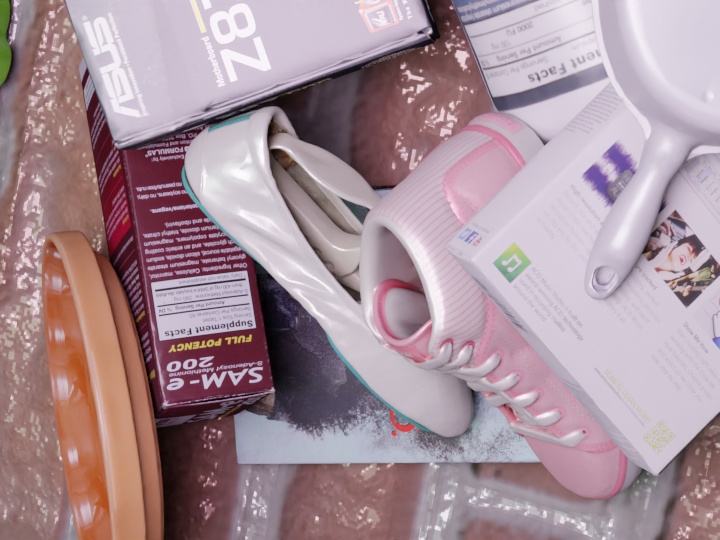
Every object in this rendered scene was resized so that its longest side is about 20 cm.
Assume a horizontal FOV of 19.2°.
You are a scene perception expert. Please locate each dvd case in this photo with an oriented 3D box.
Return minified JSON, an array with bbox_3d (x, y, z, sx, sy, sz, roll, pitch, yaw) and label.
[{"bbox_3d":[0.020,0.028,1.098,0.200,0.022,0.146,-2,94,25],"label":"dvd case"}]

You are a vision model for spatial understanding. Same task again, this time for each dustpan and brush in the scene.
[{"bbox_3d":[0.139,-0.077,0.867,0.139,0.057,0.200,24,95,-2],"label":"dustpan and brush"}]

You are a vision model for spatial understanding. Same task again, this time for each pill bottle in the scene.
[{"bbox_3d":[0.105,-0.124,0.982,0.119,0.120,0.200,-19,100,26],"label":"pill bottle"}]

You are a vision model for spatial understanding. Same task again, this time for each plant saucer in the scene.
[{"bbox_3d":[-0.133,0.078,1.103,0.032,0.200,0.201,-8,92,-14],"label":"plant saucer"}]

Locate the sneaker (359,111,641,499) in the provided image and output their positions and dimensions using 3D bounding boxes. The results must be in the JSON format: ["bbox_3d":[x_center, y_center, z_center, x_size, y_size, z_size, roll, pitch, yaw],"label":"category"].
[{"bbox_3d":[0.058,0.037,0.981,0.075,0.105,0.200,11,128,51],"label":"sneaker"}]

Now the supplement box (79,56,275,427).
[{"bbox_3d":[-0.096,-0.026,1.083,0.061,0.109,0.200,-7,82,-15],"label":"supplement box"}]

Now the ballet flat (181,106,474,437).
[{"bbox_3d":[0.000,0.000,1.019,0.069,0.069,0.200,-38,105,23],"label":"ballet flat"}]

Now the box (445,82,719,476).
[{"bbox_3d":[0.153,-0.028,0.935,0.200,0.036,0.144,-43,115,-4],"label":"box"}]

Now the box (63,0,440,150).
[{"bbox_3d":[-0.070,-0.176,0.998,0.161,0.049,0.200,-18,92,8],"label":"box"}]

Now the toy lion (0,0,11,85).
[{"bbox_3d":[-0.290,-0.103,1.218,0.200,0.069,0.192,-1,87,26],"label":"toy lion"}]
